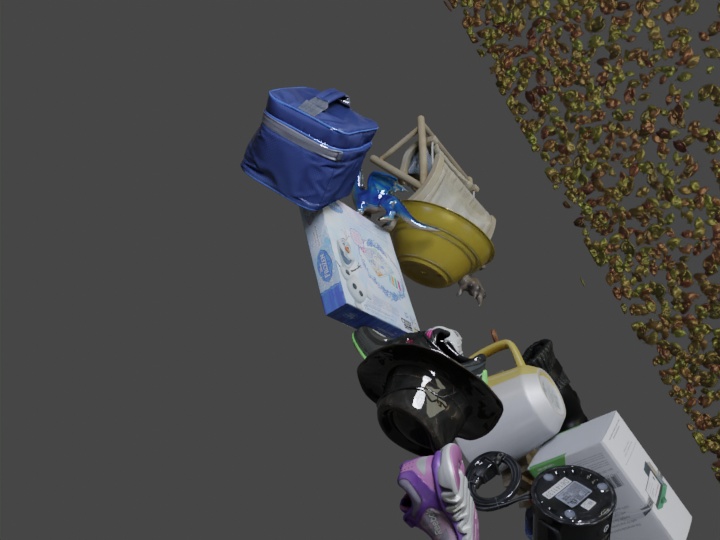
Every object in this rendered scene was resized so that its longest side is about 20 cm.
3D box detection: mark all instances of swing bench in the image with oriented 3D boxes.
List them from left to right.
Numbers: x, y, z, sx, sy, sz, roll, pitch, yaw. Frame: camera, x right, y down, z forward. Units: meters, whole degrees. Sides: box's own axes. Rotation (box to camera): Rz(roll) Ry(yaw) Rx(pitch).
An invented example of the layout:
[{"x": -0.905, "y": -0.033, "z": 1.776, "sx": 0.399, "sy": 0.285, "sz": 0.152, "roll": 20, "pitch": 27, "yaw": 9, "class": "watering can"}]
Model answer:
[{"x": 0.142, "y": -0.138, "z": 1.511, "sx": 0.199, "sy": 0.129, "sz": 0.201, "roll": 42, "pitch": 17, "yaw": -38, "class": "swing bench"}]

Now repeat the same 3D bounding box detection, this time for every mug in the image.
[{"x": 0.228, "y": 0.208, "z": 1.291, "sx": 0.149, "sy": 0.152, "sz": 0.188, "roll": -2, "pitch": 64, "yaw": -63, "class": "mug"}]

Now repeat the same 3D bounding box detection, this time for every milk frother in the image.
[{"x": 0.254, "y": 0.378, "z": 1.189, "sx": 0.200, "sy": 0.178, "sz": 0.191, "roll": -136, "pitch": -143, "yaw": -56, "class": "milk frother"}]

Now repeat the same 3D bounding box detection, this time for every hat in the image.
[{"x": 0.079, "y": 0.181, "z": 1.025, "sx": 0.201, "sy": 0.199, "sz": 0.082, "roll": 46, "pitch": 45, "yaw": -28, "class": "hat"}]

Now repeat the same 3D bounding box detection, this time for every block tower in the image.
[{"x": 0.256, "y": 0.274, "z": 1.395, "sx": 0.058, "sy": 0.054, "sz": 0.202, "roll": 37, "pitch": 32, "yaw": -42, "class": "block tower"}]

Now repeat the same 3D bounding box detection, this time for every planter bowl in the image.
[{"x": 0.119, "y": -0.028, "z": 1.379, "sx": 0.200, "sy": 0.199, "sz": 0.084, "roll": 42, "pitch": 64, "yaw": -35, "class": "planter bowl"}]

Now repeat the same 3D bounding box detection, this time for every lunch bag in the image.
[{"x": -0.060, "y": -0.182, "z": 1.135, "sx": 0.135, "sy": 0.133, "sz": 0.200, "roll": 30, "pitch": 22, "yaw": 7, "class": "lunch bag"}]

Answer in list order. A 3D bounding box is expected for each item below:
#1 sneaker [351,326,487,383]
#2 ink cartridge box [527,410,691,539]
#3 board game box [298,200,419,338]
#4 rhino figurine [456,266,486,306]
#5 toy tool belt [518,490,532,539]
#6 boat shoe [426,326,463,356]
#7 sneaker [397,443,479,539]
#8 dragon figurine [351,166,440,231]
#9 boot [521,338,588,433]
[{"x": 0.082, "y": 0.111, "z": 1.106, "sx": 0.198, "sy": 0.085, "sz": 0.077, "roll": 18, "pitch": 12, "yaw": 20, "class": "sneaker"}, {"x": 0.370, "y": 0.332, "z": 1.218, "sx": 0.201, "sy": 0.146, "sz": 0.084, "roll": 54, "pitch": 41, "yaw": -2, "class": "ink cartridge box"}, {"x": 0.000, "y": 0.000, "z": 1.211, "sx": 0.199, "sy": 0.043, "sz": 0.201, "roll": 29, "pitch": 38, "yaw": -49, "class": "board game box"}, {"x": 0.201, "y": -0.016, "z": 1.616, "sx": 0.087, "sy": 0.060, "sz": 0.202, "roll": 14, "pitch": 52, "yaw": -46, "class": "rhino figurine"}, {"x": 0.316, "y": 0.410, "z": 1.318, "sx": 0.199, "sy": 0.123, "sz": 0.126, "roll": 36, "pitch": 46, "yaw": -20, "class": "toy tool belt"}, {"x": 0.118, "y": 0.118, "z": 1.244, "sx": 0.200, "sy": 0.072, "sz": 0.066, "roll": 17, "pitch": 67, "yaw": -80, "class": "boat shoe"}, {"x": 0.096, "y": 0.303, "z": 1.017, "sx": 0.081, "sy": 0.087, "sz": 0.202, "roll": -75, "pitch": 152, "yaw": -60, "class": "sneaker"}, {"x": 0.037, "y": -0.122, "z": 1.307, "sx": 0.059, "sy": 0.198, "sz": 0.101, "roll": 34, "pitch": 71, "yaw": -62, "class": "dragon figurine"}, {"x": 0.391, "y": 0.243, "z": 1.667, "sx": 0.159, "sy": 0.079, "sz": 0.211, "roll": 62, "pitch": 12, "yaw": -12, "class": "boot"}]
